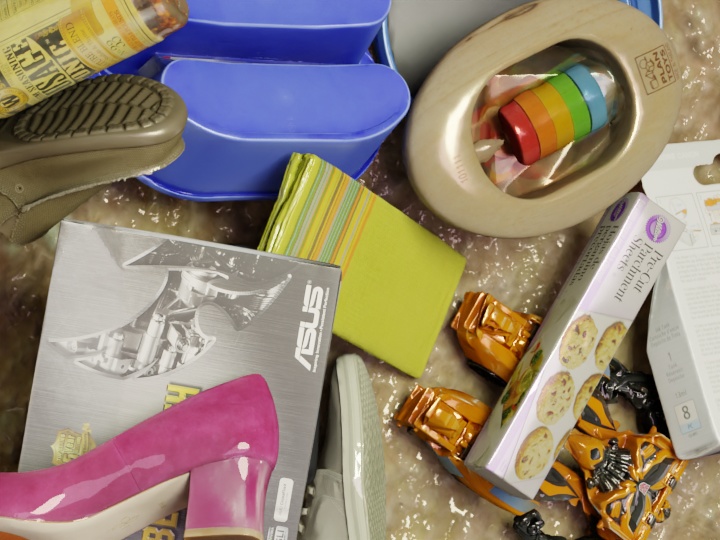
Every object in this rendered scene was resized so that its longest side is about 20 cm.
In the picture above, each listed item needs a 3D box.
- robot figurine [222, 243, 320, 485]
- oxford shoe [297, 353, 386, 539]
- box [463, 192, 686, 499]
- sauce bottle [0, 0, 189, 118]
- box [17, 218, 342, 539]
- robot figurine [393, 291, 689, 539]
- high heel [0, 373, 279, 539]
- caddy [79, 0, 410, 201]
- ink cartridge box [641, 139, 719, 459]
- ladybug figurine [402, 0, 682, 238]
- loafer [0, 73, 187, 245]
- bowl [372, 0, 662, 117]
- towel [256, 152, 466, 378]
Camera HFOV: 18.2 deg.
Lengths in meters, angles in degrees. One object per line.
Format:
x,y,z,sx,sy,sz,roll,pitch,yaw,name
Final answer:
-0.100,0.085,1.315,0.149,0.125,0.202,0,90,2,robot figurine
-0.014,0.152,1.386,0.057,0.075,0.202,-1,89,14,oxford shoe
0.132,0.046,1.392,0.041,0.039,0.201,34,79,-16,box
-0.194,-0.121,1.253,0.199,0.066,0.066,-26,101,13,sauce bottle
-0.103,0.083,1.231,0.157,0.048,0.202,10,89,-4,box
0.126,0.108,1.442,0.199,0.058,0.146,34,79,-18,robot figurine
-0.142,0.101,1.184,0.198,0.067,0.097,-4,60,10,high heel
-0.067,-0.116,1.342,0.198,0.105,0.143,0,69,-26,caddy
0.250,0.015,1.488,0.159,0.047,0.202,-6,75,-37,ink cartridge box
0.109,-0.095,1.385,0.199,0.072,0.137,-24,100,-20,ladybug figurine
-0.177,-0.058,1.273,0.068,0.199,0.076,66,34,-27,loafer
0.098,-0.161,1.440,0.199,0.039,0.203,0,90,-21,bowl
0.000,0.000,1.357,0.200,0.018,0.087,31,80,-55,towel
